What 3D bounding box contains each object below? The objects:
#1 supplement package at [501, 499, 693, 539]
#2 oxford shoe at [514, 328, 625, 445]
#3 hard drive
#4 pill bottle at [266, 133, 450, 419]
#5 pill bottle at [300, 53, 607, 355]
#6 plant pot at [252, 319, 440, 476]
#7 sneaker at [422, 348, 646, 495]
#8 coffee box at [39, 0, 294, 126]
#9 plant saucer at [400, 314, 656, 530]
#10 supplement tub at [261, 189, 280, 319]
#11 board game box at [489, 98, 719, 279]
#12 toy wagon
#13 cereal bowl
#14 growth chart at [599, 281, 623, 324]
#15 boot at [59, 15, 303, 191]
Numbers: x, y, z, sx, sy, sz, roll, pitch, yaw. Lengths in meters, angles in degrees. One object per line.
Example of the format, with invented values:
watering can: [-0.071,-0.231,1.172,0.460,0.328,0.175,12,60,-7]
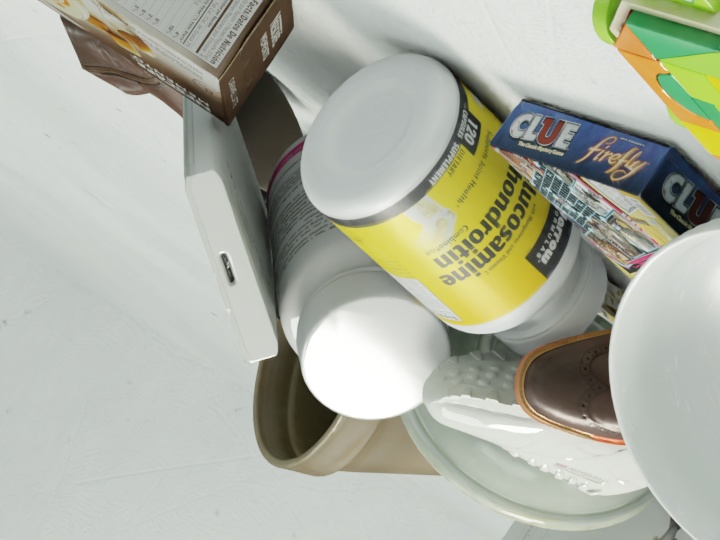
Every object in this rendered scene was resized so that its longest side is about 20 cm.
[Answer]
supplement package: [0.202,0.216,1.759,0.200,0.117,0.117,27,167,42]
oxford shoe: [0.192,0.068,1.559,0.199,0.072,0.073,2,175,-4]
hard drive: [-0.085,-0.043,1.701,0.200,0.026,0.132,-100,-7,-65]
pill bottle: [0.000,0.000,1.714,0.113,0.113,0.200,38,-158,-26]
pill bottle: [0.062,-0.032,1.581,0.200,0.112,0.112,41,169,-39]
plant pot: [0.030,0.095,2.230,0.173,0.201,0.200,21,178,-26]
sneaker: [0.133,0.101,1.639,0.199,0.081,0.077,8,-150,-10]
coffee box: [-0.144,-0.186,1.621,0.199,0.080,0.114,34,172,5]
plant saucer: [0.122,0.076,1.728,0.200,0.200,0.050,33,135,9]
supplement tub: [0.006,0.006,1.972,0.199,0.123,0.123,32,171,22]
board game box: [0.178,-0.016,1.491,0.200,0.035,0.135,41,170,-36]
toy wagon: [0.164,-0.088,1.133,0.155,0.040,0.200,24,167,49]
cereal bowl: [0.231,0.059,1.356,0.199,0.083,0.201,19,120,36]
growth chart: [0.146,0.012,1.833,0.144,0.018,0.200,29,169,37]
boot: [-0.135,-0.133,1.932,0.187,0.064,0.200,51,164,-16]
